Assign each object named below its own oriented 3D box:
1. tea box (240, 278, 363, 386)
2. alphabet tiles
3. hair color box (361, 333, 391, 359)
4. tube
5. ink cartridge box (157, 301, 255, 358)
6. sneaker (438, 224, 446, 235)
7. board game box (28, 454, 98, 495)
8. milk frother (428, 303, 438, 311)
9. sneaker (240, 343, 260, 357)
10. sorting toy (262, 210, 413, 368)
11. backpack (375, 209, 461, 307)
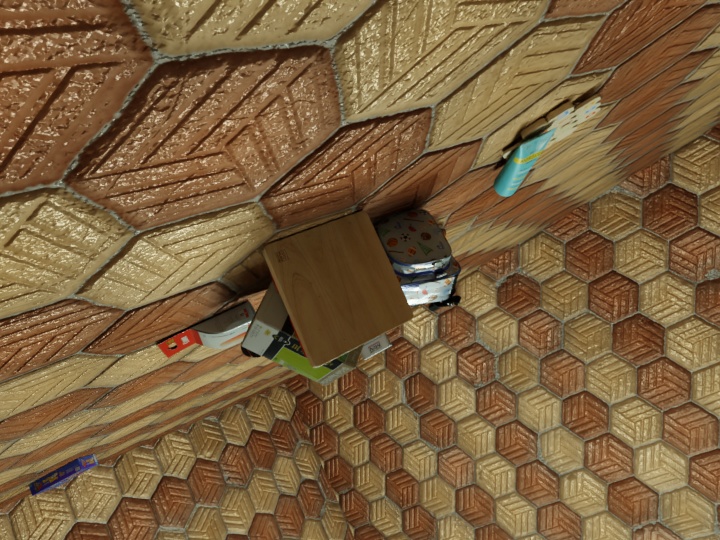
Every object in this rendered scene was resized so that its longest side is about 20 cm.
[{"bbox_3d":[-0.100,0.103,0.975,0.136,0.194,0.200,-66,-170,-27],"label":"tea box"},{"bbox_3d":[0.367,-0.270,1.008,0.193,0.015,0.199,-30,169,23],"label":"alphabet tiles"},{"bbox_3d":[0.012,0.167,1.643,0.097,0.203,0.061,-27,170,1],"label":"hair color box"},{"bbox_3d":[0.313,-0.211,1.021,0.077,0.051,0.200,-32,167,-11],"label":"tube"},{"bbox_3d":[-0.316,0.145,1.107,0.197,0.051,0.162,-28,170,-20],"label":"ink cartridge box"},{"bbox_3d":[0.185,-0.050,1.309,0.077,0.114,0.199,-31,169,24],"label":"sneaker"},{"bbox_3d":[-1.139,0.785,2.009,0.197,0.045,0.135,-27,169,-6],"label":"board game box"},{"bbox_3d":[0.214,0.019,1.735,0.188,0.177,0.204,104,6,-77],"label":"milk frother"},{"bbox_3d":[-0.230,0.175,1.409,0.198,0.075,0.087,-30,171,10],"label":"sneaker"},{"bbox_3d":[-0.041,0.031,0.866,0.196,0.203,0.069,-22,173,-28],"label":"sorting toy"},{"bbox_3d":[0.085,-0.017,1.032,0.187,0.202,0.156,-18,137,-10],"label":"backpack"}]
